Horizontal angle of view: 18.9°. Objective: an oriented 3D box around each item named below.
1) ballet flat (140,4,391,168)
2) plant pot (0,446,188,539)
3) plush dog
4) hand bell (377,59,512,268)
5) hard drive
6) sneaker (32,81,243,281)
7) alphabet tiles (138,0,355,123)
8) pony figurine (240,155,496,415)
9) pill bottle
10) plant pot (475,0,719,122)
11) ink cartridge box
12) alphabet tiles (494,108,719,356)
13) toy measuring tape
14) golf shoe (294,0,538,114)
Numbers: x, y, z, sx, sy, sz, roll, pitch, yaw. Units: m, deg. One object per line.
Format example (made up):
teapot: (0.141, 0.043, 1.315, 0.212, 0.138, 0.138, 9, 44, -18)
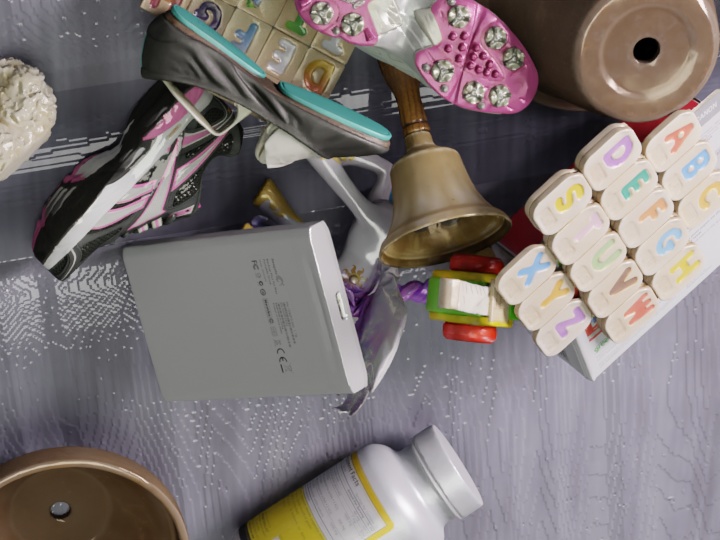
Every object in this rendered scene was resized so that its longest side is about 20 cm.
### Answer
ballet flat: (-0.076, -0.122, 1.614, 0.200, 0.068, 0.069, 30, 103, -6)
plant pot: (-0.245, 0.221, 1.791, 0.200, 0.093, 0.202, -5, 116, -9)
plush dog: (-0.349, -0.102, 1.596, 0.172, 0.160, 0.200, 41, 101, 1)
hand bell: (0.040, -0.113, 1.657, 0.104, 0.104, 0.201, -14, 73, -4)
hard drive: (-0.092, 0.034, 1.680, 0.026, 0.200, 0.132, -27, 107, -47)
sneaker: (-0.167, -0.059, 1.680, 0.200, 0.080, 0.086, -44, 118, 11)
alphabet tiles: (-0.066, -0.221, 1.636, 0.166, 0.006, 0.200, 26, 93, -23)
pony figurine: (0.000, 0.000, 1.720, 0.200, 0.167, 0.193, 32, 97, -10)
pill bottle: (-0.001, 0.218, 1.833, 0.200, 0.112, 0.112, -33, 118, 4)
plant pot: (0.189, -0.194, 1.639, 0.199, 0.175, 0.201, -5, 117, -9)
ink cartridge box: (0.207, -0.045, 1.708, 0.200, 0.084, 0.176, -40, 139, -13)
alphabet tiles: (0.194, -0.025, 1.626, 0.196, 0.015, 0.200, -42, 139, -3)
toy measuring tape: (0.071, 0.020, 1.616, 0.073, 0.200, 0.074, -1, 87, 21)
golf shoe: (0.041, -0.181, 1.619, 0.200, 0.092, 0.075, 28, 95, -11)
